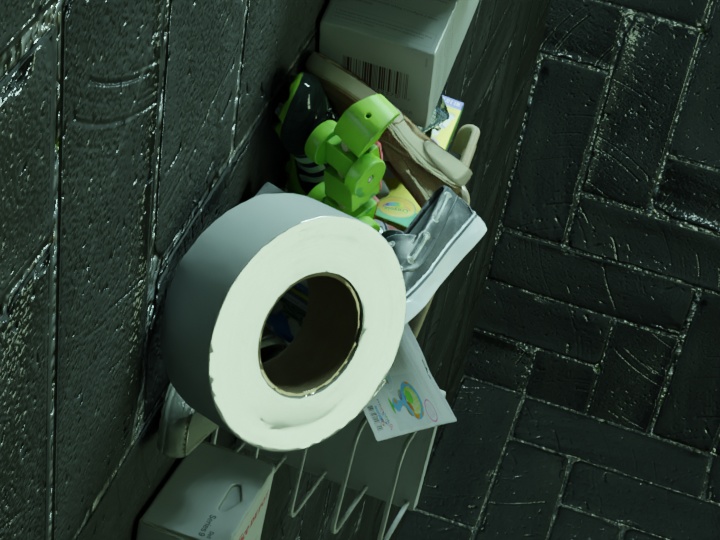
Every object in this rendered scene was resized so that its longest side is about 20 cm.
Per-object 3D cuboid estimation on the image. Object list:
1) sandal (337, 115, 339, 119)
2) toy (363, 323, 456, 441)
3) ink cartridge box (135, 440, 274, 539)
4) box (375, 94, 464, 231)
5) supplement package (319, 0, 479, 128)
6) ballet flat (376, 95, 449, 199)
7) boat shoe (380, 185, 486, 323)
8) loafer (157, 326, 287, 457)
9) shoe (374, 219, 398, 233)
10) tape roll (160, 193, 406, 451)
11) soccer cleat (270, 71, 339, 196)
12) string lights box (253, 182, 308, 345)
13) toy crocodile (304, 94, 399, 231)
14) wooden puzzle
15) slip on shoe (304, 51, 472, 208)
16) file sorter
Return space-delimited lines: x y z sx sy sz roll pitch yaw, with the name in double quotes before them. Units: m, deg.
"sandal" 0.005 -0.190 1.711 0.050 0.082 0.203 52 30 -24
"toy" 0.016 0.104 1.566 0.047 0.115 0.200 -29 169 17
"ink cartridge box" -0.151 0.278 1.542 0.145 0.087 0.200 -59 165 -59
"box" 0.022 -0.108 1.769 0.048 0.117 0.200 104 7 -63
"supplement package" 0.045 -0.259 1.631 0.117 0.117 0.200 93 18 -58
"ballet flat" 0.020 -0.112 1.705 0.200 0.074 0.074 -46 164 -14
"boat shoe" 0.038 -0.004 1.516 0.200 0.068 0.072 -47 -168 -33
"loafer" -0.118 0.098 1.453 0.200 0.070 0.070 -59 164 -57
"shoe" 0.000 0.000 1.651 0.200 0.091 0.072 -19 -123 59
"tape roll" -0.059 0.042 1.366 0.202 0.071 0.203 -17 118 -36
"soccer cleat" -0.033 -0.117 1.532 0.200 0.081 0.068 85 24 -67
"string lights box" -0.055 0.013 1.540 0.059 0.103 0.200 -51 163 -22
"toy crocodile" -0.007 -0.075 1.488 0.062 0.067 0.200 -35 151 -29
"wooden puzzle" 0.074 -0.043 1.754 0.200 0.037 0.185 -77 -173 -65
"slip on shoe" 0.017 -0.126 1.579 0.061 0.200 0.076 -50 -149 5
"file sorter" -0.040 0.170 1.669 0.125 0.200 0.139 -47 153 -61
